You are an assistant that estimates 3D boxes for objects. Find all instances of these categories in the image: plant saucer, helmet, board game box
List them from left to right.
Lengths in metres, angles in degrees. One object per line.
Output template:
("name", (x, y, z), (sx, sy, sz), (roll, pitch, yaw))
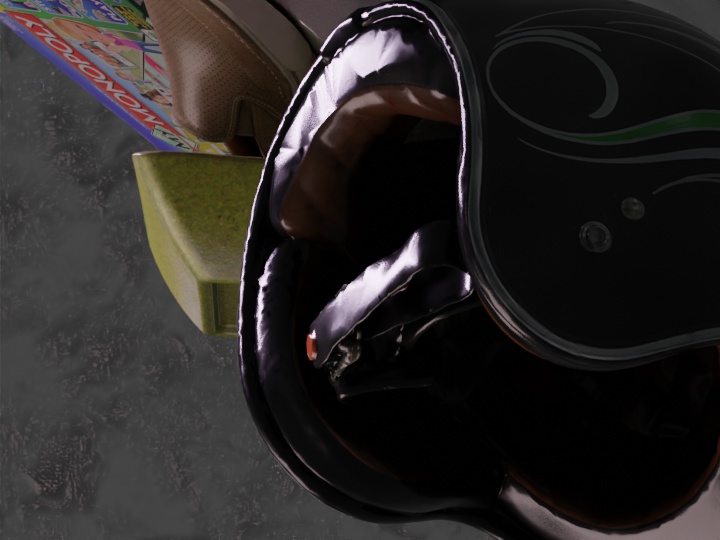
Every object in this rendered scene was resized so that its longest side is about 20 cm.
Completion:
("board game box", (-0.106, -0.109, 1.159), (0.134, 0.029, 0.200), (12, 162, 40))
("plant saucer", (0.000, 0.000, 1.041), (0.199, 0.048, 0.200), (5, 169, -2))
("helmet", (0.074, 0.007, 0.792), (0.190, 0.200, 0.200), (16, -166, -28))

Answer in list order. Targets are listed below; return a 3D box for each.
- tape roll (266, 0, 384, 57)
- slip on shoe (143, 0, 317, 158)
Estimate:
("tape roll", (-0.010, -0.105, 1.068), (0.203, 0.037, 0.203), (42, 177, 3))
("slip on shoe", (-0.057, -0.084, 1.020), (0.076, 0.061, 0.200), (41, 177, 33))
